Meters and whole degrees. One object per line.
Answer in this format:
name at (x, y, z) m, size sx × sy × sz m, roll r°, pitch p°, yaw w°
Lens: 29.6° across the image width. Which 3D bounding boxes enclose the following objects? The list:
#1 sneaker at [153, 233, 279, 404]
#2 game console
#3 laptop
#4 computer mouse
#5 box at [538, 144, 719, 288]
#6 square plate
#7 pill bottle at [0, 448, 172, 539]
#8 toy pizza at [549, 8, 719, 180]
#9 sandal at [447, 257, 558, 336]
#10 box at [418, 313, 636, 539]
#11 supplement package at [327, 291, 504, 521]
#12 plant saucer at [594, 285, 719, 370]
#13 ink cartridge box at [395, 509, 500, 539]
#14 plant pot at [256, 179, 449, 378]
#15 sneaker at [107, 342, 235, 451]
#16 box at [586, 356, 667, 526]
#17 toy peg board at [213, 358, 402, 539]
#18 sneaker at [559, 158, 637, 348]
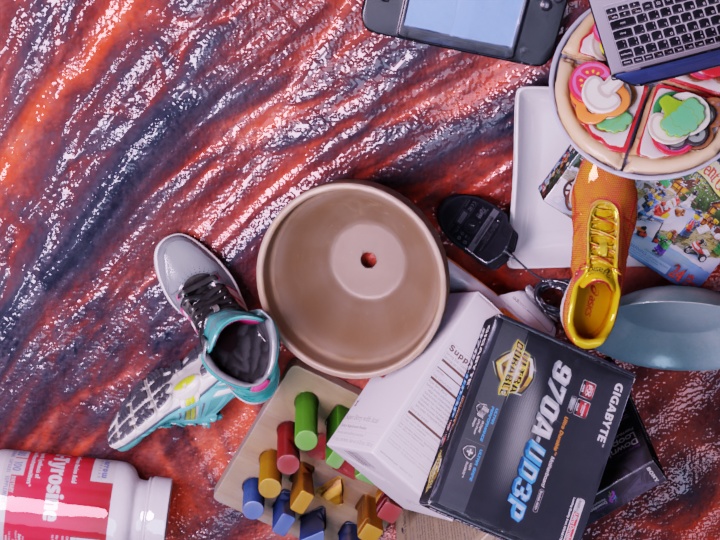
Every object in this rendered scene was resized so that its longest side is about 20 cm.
sneaker at (-0.145, 0.046, 1.383) m, size 0.083 × 0.121 × 0.201 m, roll -34°, pitch 89°, yaw -12°
game console at (0.112, -0.275, 1.275) m, size 0.197 × 0.119 × 0.174 m, roll 11°, pitch 114°, yaw -7°
laptop at (0.312, -0.246, 1.239) m, size 0.185 × 0.203 × 0.116 m, roll -13°, pitch 157°, yaw 4°
computer mouse at (0.163, -0.011, 1.415) m, size 0.199 × 0.034 × 0.059 m, roll 39°, pitch 92°, yaw 9°
box at (0.300, -0.082, 1.386) m, size 0.198 × 0.038 × 0.137 m, roll 30°, pitch 111°, yaw -15°
square plate at (0.252, -0.098, 1.413) m, size 0.197 × 0.029 × 0.201 m, roll -1°, pitch 115°, yaw -2°
pill bottle at (-0.311, 0.264, 1.513) m, size 0.197 × 0.113 × 0.114 m, roll 7°, pitch 115°, yaw -6°
toy pizza at (0.279, -0.184, 1.303) m, size 0.197 × 0.032 × 0.203 m, roll -3°, pitch 72°, yaw 9°
sandal at (0.156, 0.031, 1.447) m, size 0.206 × 0.079 × 0.059 m, roll 40°, pitch 72°, yaw -4°
box at (0.164, 0.166, 1.341) m, size 0.157 × 0.046 × 0.202 m, roll 24°, pitch 77°, yaw -6°
supplement package at (0.082, 0.137, 1.416) m, size 0.120 × 0.121 × 0.201 m, roll 40°, pitch 72°, yaw -17°
plant saucer at (0.335, 0.055, 1.439) m, size 0.198 × 0.039 × 0.201 m, roll 6°, pitch 158°, yaw 3°
ink cartridge box at (0.116, 0.285, 1.492) m, size 0.075 × 0.201 × 0.165 m, roll 35°, pitch 110°, yaw -16°
plant pot at (0.000, 0.000, 1.399) m, size 0.198 × 0.093 × 0.204 m, roll 4°, pitch 107°, yaw 14°
sneaker at (-0.189, 0.146, 1.487) m, size 0.198 × 0.078 × 0.080 m, roll -30°, pitch 122°, yaw 11°
box at (0.235, 0.190, 1.451) m, size 0.142 × 0.201 × 0.036 m, roll -34°, pitch 116°, yaw 13°
toy peg board at (-0.036, 0.238, 1.521) m, size 0.198 × 0.098 × 0.200 m, roll 27°, pitch 111°, yaw -14°
sneaker at (0.240, -0.022, 1.339) m, size 0.072 × 0.077 × 0.203 m, roll 3°, pitch 98°, yaw -2°
